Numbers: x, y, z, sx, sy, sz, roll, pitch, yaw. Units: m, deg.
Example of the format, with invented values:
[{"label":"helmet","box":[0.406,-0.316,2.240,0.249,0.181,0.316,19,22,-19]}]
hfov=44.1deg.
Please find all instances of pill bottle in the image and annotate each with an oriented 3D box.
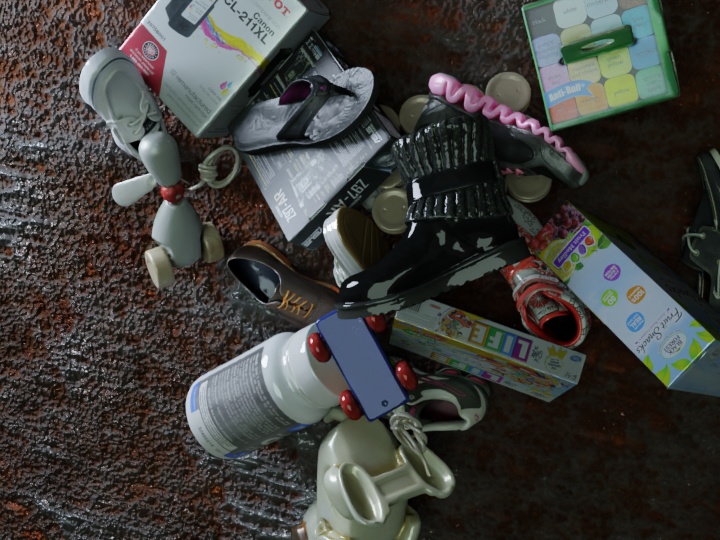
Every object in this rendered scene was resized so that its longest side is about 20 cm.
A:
[{"label":"pill bottle","box":[-0.103,0.142,1.060,0.200,0.114,0.114,-29,92,31]}]

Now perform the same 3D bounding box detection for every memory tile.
[{"label":"memory tile","box":[0.100,-0.128,0.975,0.199,0.017,0.154,-13,76,4]}]

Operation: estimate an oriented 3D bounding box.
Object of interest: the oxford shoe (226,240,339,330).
[{"label":"oxford shoe","box":[-0.078,0.040,1.072,0.200,0.073,0.071,32,107,7]}]

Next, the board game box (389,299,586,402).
[{"label":"board game box","box":[0.133,0.086,0.980,0.199,0.135,0.034,20,75,5]}]

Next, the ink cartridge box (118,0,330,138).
[{"label":"ink cartridge box","box":[-0.158,-0.276,1.028,0.146,0.083,0.200,47,109,4]}]

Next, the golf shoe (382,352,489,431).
[{"label":"golf shoe","box":[0.050,0.147,1.050,0.199,0.088,0.078,2,103,17]}]

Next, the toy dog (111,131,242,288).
[{"label":"toy dog","box":[-0.229,-0.081,1.069,0.096,0.132,0.201,41,126,43]}]

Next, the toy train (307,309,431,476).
[{"label":"toy train","box":[0.024,0.126,0.983,0.084,0.116,0.200,-29,92,5]}]

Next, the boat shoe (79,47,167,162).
[{"label":"boat shoe","box":[-0.259,-0.182,1.025,0.065,0.200,0.074,39,80,13]}]

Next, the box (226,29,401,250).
[{"label":"box","box":[-0.053,-0.147,0.991,0.160,0.043,0.200,-45,54,18]}]

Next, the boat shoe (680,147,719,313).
[{"label":"boat shoe","box":[0.370,-0.026,0.932,0.067,0.072,0.201,-9,100,15]}]

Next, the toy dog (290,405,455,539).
[{"label":"toy dog","box":[-0.014,0.280,1.049,0.194,0.139,0.200,43,132,27]}]

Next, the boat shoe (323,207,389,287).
[{"label":"boat shoe","box":[0.000,0.000,0.992,0.069,0.200,0.071,-9,58,24]}]

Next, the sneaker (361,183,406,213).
[{"label":"sneaker","box":[0.028,-0.109,1.014,0.199,0.075,0.088,15,100,10]}]

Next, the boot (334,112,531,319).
[{"label":"boot","box":[0.052,-0.052,0.884,0.210,0.079,0.158,-22,90,2]}]

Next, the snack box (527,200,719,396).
[{"label":"snack box","box":[0.284,0.030,0.879,0.068,0.168,0.200,-51,55,19]}]

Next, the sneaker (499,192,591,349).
[{"label":"sneaker","box":[0.183,-0.003,0.971,0.067,0.108,0.202,-36,89,19]}]

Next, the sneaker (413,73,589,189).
[{"label":"sneaker","box":[0.139,-0.124,0.924,0.200,0.079,0.096,33,97,24]}]

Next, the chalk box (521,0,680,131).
[{"label":"chalk box","box":[0.235,-0.211,0.867,0.124,0.200,0.124,-12,98,19]}]

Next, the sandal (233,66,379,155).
[{"label":"sandal","box":[-0.068,-0.168,0.949,0.200,0.048,0.076,-13,68,36]}]
